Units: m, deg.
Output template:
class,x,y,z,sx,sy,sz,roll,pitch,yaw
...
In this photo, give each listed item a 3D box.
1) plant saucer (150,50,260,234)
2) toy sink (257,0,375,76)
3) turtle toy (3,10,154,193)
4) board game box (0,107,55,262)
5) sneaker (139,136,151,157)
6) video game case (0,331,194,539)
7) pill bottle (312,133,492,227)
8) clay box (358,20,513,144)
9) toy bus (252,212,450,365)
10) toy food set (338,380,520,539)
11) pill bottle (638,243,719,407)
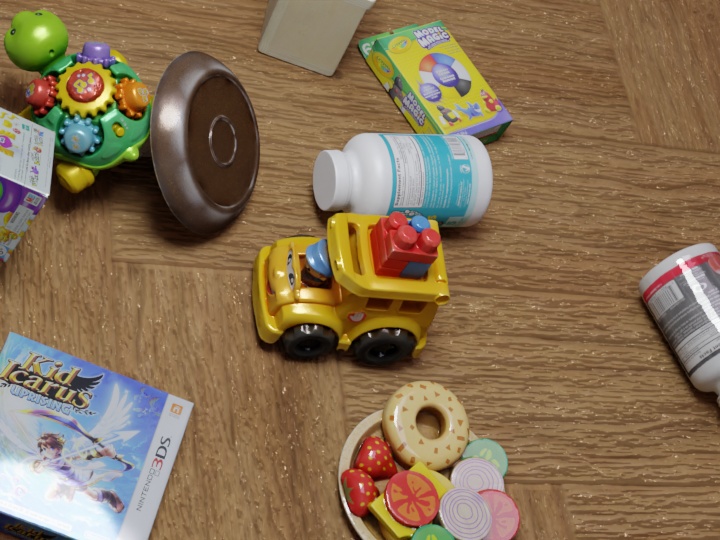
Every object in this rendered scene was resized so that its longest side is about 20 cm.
class,x,y,z,sx,sy,sz,roll,pitch,yaw
plant saucer,-0.162,-0.141,1.500,0.032,0.201,0.201,-1,47,26
toy sink,-0.038,-0.361,1.680,0.111,0.200,0.131,17,52,-12
turtle toy,-0.300,-0.189,1.440,0.146,0.101,0.200,-40,76,-17
board game box,-0.412,-0.109,1.327,0.199,0.103,0.105,25,35,-27
sneaker,-0.246,-0.171,1.539,0.199,0.078,0.080,-12,70,-28
video game case,-0.281,0.175,1.315,0.199,0.046,0.182,22,51,-9
pill bottle,0.047,-0.106,1.606,0.198,0.111,0.112,-1,59,-24
clay box,0.094,-0.244,1.758,0.114,0.048,0.201,-22,71,-34
toy bus,0.000,0.000,1.465,0.198,0.192,0.137,5,58,-19
toy food set,0.073,0.227,1.436,0.198,0.049,0.200,46,52,10
pill bottle,0.431,0.077,1.656,0.110,0.111,0.201,-14,65,-30
